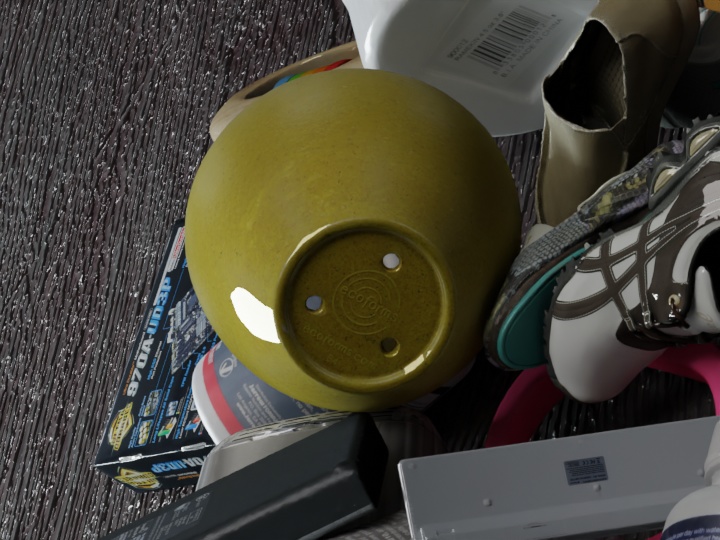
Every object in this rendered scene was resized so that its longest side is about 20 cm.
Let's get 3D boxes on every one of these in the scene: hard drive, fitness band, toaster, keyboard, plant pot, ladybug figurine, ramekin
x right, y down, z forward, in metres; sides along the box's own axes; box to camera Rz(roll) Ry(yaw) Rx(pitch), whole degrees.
[{"bbox_3d":[-0.081,0.145,1.645,0.199,0.033,0.140,-27,7,7],"label":"hard drive"},{"bbox_3d":[0.146,0.098,1.684,0.200,0.037,0.144,15,74,55],"label":"fitness band"},{"bbox_3d":[-0.015,0.160,1.751,0.199,0.114,0.130,-12,46,19],"label":"toaster"},{"bbox_3d":[0.120,0.114,1.576,0.011,0.199,0.057,109,151,-64],"label":"keyboard"},{"bbox_3d":[0.000,0.000,1.690,0.200,0.200,0.142,-49,14,11],"label":"plant pot"},{"bbox_3d":[-0.021,-0.105,2.029,0.136,0.072,0.200,-34,15,-37],"label":"ladybug figurine"},{"bbox_3d":[0.085,-0.174,1.863,0.200,0.200,0.098,-35,46,30],"label":"ramekin"}]

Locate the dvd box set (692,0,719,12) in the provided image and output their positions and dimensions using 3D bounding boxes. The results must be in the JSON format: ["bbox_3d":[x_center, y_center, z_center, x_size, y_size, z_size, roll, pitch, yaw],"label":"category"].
[{"bbox_3d":[0.281,-0.178,1.682,0.146,0.030,0.200,-26,24,-21],"label":"dvd box set"}]

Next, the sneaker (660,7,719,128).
[{"bbox_3d":[0.217,-0.135,1.776,0.200,0.071,0.080,-1,45,46],"label":"sneaker"}]

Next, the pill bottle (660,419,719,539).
[{"bbox_3d":[0.196,0.175,1.478,0.111,0.111,0.201,-15,51,47],"label":"pill bottle"}]

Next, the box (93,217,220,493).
[{"bbox_3d":[-0.092,0.047,2.036,0.159,0.046,0.201,-13,52,48],"label":"box"}]

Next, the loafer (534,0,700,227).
[{"bbox_3d":[0.137,-0.090,1.758,0.076,0.067,0.201,43,134,35],"label":"loafer"}]

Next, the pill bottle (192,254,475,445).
[{"bbox_3d":[0.003,0.042,1.846,0.200,0.119,0.120,-42,35,21],"label":"pill bottle"}]

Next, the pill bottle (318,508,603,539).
[{"bbox_3d":[0.027,0.186,1.596,0.114,0.199,0.114,42,141,47],"label":"pill bottle"}]

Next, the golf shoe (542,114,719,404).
[{"bbox_3d":[0.165,0.013,1.611,0.200,0.077,0.095,-60,33,34],"label":"golf shoe"}]

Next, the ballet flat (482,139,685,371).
[{"bbox_3d":[0.135,-0.011,1.713,0.200,0.072,0.072,-35,26,-21],"label":"ballet flat"}]
